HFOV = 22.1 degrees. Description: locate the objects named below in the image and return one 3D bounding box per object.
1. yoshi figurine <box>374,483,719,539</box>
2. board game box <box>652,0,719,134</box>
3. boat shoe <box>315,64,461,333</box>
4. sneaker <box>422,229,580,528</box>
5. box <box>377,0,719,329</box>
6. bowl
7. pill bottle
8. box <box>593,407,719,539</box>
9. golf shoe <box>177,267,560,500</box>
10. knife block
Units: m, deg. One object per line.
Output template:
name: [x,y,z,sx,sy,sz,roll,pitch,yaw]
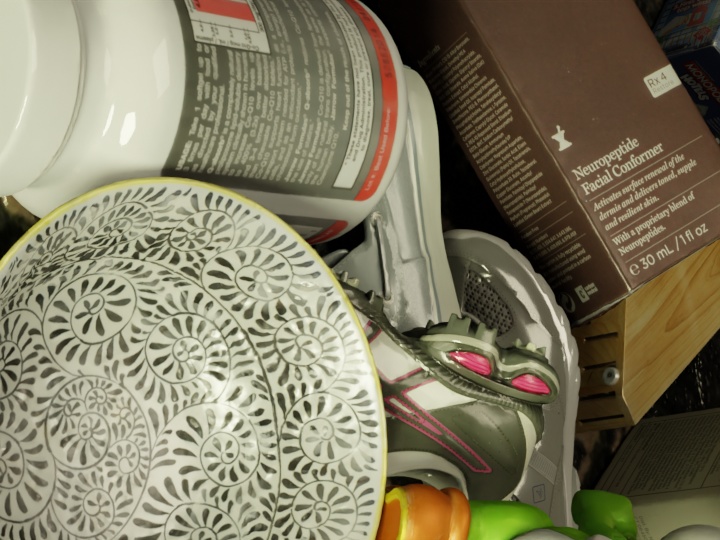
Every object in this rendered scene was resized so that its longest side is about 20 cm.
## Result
yoshi figurine: [0.097,0.144,0.782,0.198,0.112,0.113,7,110,-17]
board game box: [0.277,-0.163,1.219,0.200,0.061,0.201,38,55,-35]
boat shoe: [0.000,-0.001,0.883,0.071,0.070,0.203,-2,82,-30]
sneaker: [0.065,0.079,0.918,0.082,0.074,0.202,-16,93,-50]
box: [0.107,-0.085,0.955,0.100,0.075,0.201,-29,86,-29]
bowl: [-0.094,0.069,0.725,0.200,0.094,0.203,7,80,-40]
pill bottle: [-0.084,-0.073,0.762,0.199,0.115,0.117,4,78,-47]
box: [0.231,0.123,0.996,0.095,0.199,0.078,-46,114,-43]
golf shoe: [-0.012,0.047,0.804,0.199,0.077,0.089,20,81,-8]
knife block: [0.180,0.013,1.068,0.175,0.064,0.202,23,64,-41]
